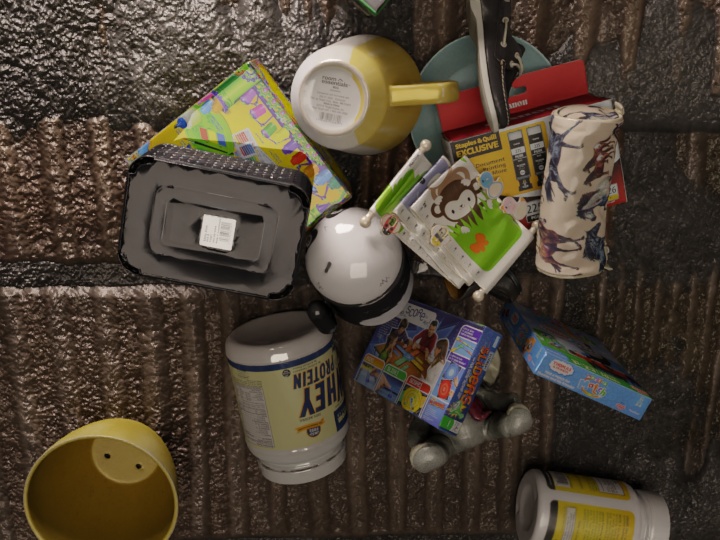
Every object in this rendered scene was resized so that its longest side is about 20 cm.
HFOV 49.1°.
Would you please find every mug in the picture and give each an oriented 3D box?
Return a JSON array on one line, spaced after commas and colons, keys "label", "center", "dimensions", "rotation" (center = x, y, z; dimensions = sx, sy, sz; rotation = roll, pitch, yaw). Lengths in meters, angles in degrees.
[{"label": "mug", "center": [0.003, -0.216, 0.933], "dimensions": [0.186, 0.153, 0.150], "rotation": [-33, 93, 19]}]

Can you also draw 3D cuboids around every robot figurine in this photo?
[{"label": "robot figurine", "center": [0.000, -0.002, 0.992], "dimensions": [0.124, 0.200, 0.151], "rotation": [-5, 72, 9]}]

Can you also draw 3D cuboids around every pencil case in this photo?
[{"label": "pencil case", "center": [0.255, -0.093, 0.913], "dimensions": [0.089, 0.078, 0.201], "rotation": [-5, 110, -18]}]

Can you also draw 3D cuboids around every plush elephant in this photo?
[{"label": "plush elephant", "center": [0.125, 0.165, 1.079], "dimensions": [0.164, 0.200, 0.155], "rotation": [-22, 83, 3]}]

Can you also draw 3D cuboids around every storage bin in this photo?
[{"label": "storage bin", "center": [-0.162, -0.057, 0.901], "dimensions": [0.199, 0.094, 0.136], "rotation": [11, 107, -4]}]

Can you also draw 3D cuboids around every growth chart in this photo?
[{"label": "growth chart", "center": [0.113, -0.060, 0.924], "dimensions": [0.200, 0.018, 0.145], "rotation": [34, 86, -19]}]

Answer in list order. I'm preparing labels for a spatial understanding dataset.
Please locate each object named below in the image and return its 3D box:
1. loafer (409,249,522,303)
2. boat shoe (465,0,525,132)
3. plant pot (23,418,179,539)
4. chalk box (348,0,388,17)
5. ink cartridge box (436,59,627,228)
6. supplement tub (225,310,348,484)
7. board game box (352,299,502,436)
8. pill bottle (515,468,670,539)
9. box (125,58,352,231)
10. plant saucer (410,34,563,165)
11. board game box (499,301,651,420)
[{"label": "loafer", "center": [0.136, 0.006, 1.041], "dimensions": [0.200, 0.073, 0.072], "rotation": [29, 78, -32]}, {"label": "boat shoe", "center": [0.165, -0.259, 0.933], "dimensions": [0.060, 0.074, 0.201], "rotation": [-6, 68, 5]}, {"label": "plant pot", "center": [-0.340, 0.286, 1.094], "dimensions": [0.199, 0.142, 0.201], "rotation": [-1, 106, -2]}, {"label": "chalk box", "center": [0.009, -0.372, 0.883], "dimensions": [0.124, 0.200, 0.124], "rotation": [39, 101, -13]}, {"label": "ink cartridge box", "center": [0.208, -0.150, 0.977], "dimensions": [0.199, 0.084, 0.176], "rotation": [-15, 108, 2]}, {"label": "supplement tub", "center": [-0.095, 0.170, 1.068], "dimensions": [0.145, 0.145, 0.201], "rotation": [-10, 107, 1]}, {"label": "board game box", "center": [0.080, 0.114, 1.016], "dimensions": [0.034, 0.200, 0.136], "rotation": [28, 86, -33]}, {"label": "pill bottle", "center": [0.339, 0.362, 1.158], "dimensions": [0.199, 0.114, 0.115], "rotation": [9, 106, -5]}, {"label": "box", "center": [-0.146, -0.125, 0.991], "dimensions": [0.192, 0.122, 0.200], "rotation": [-35, 105, 8]}, {"label": "plant saucer", "center": [0.161, -0.205, 1.023], "dimensions": [0.200, 0.039, 0.202], "rotation": [-1, 107, -2]}, {"label": "board game box", "center": [0.274, 0.111, 1.037], "dimensions": [0.151, 0.200, 0.037], "rotation": [24, 103, -9]}]
